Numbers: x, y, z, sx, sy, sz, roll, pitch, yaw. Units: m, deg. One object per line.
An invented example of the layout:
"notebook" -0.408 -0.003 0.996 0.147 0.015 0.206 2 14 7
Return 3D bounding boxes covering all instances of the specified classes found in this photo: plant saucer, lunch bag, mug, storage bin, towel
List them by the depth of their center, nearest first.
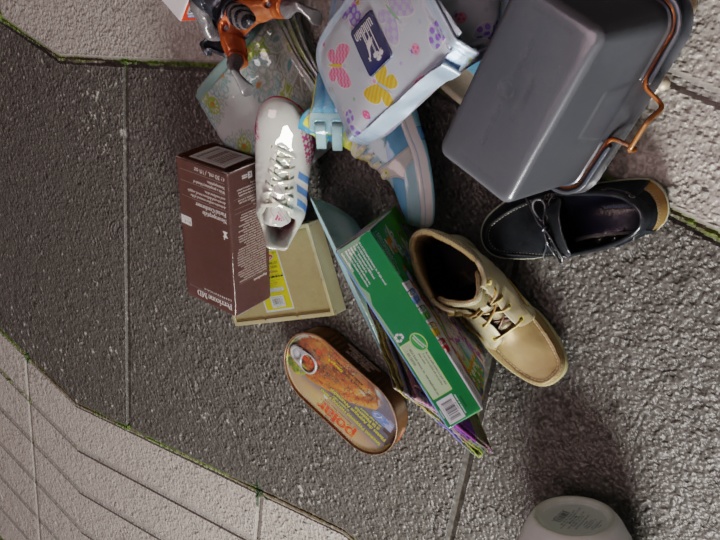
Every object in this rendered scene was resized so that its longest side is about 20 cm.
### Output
"storage bin" 0.164 -0.146 0.630 0.145 0.134 0.201 42 131 21
"lunch bag" 0.045 -0.234 0.694 0.169 0.126 0.202 -30 46 52
"mug" 0.213 0.349 0.802 0.147 0.198 0.178 8 107 54
"towel" 0.072 0.109 0.808 0.023 0.200 0.145 -32 48 14
"plant saucer" 0.000 0.000 0.885 0.038 0.201 0.203 -24 91 -2
"towel" -0.111 -0.203 0.950 0.199 0.048 0.173 -33 84 41

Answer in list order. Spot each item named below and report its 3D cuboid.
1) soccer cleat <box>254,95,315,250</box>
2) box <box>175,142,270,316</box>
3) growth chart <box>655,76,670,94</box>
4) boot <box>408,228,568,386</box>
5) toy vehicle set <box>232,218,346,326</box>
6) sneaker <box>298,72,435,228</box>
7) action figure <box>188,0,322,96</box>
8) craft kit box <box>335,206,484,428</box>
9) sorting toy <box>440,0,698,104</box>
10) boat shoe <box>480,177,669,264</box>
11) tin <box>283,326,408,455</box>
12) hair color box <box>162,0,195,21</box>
"soccer cleat" -0.091 -0.106 0.893 0.069 0.087 0.201 6 141 3
"box" -0.178 -0.054 0.995 0.099 0.075 0.202 20 124 32
"growth chart" 0.182 -0.203 0.740 0.201 0.018 0.145 53 129 13
"boot" 0.131 0.039 0.775 0.073 0.155 0.201 -39 77 11
"toy vehicle set" -0.117 0.007 1.045 0.198 0.026 0.126 -8 101 40
"sneaker" 0.005 -0.132 0.829 0.129 0.080 0.203 -15 90 -1
"action figure" -0.125 -0.315 0.842 0.201 0.104 0.194 -52 57 16
"craft kit box" 0.061 0.037 0.793 0.048 0.198 0.201 -32 95 11
"sorting toy" 0.176 -0.209 0.706 0.185 0.036 0.201 44 127 19
"boat shoe" 0.200 -0.048 0.754 0.198 0.062 0.076 -8 103 41
"tin" -0.021 0.159 1.020 0.200 0.042 0.113 40 123 20
"hair color box" -0.198 -0.423 0.926 0.111 0.064 0.201 47 127 14
